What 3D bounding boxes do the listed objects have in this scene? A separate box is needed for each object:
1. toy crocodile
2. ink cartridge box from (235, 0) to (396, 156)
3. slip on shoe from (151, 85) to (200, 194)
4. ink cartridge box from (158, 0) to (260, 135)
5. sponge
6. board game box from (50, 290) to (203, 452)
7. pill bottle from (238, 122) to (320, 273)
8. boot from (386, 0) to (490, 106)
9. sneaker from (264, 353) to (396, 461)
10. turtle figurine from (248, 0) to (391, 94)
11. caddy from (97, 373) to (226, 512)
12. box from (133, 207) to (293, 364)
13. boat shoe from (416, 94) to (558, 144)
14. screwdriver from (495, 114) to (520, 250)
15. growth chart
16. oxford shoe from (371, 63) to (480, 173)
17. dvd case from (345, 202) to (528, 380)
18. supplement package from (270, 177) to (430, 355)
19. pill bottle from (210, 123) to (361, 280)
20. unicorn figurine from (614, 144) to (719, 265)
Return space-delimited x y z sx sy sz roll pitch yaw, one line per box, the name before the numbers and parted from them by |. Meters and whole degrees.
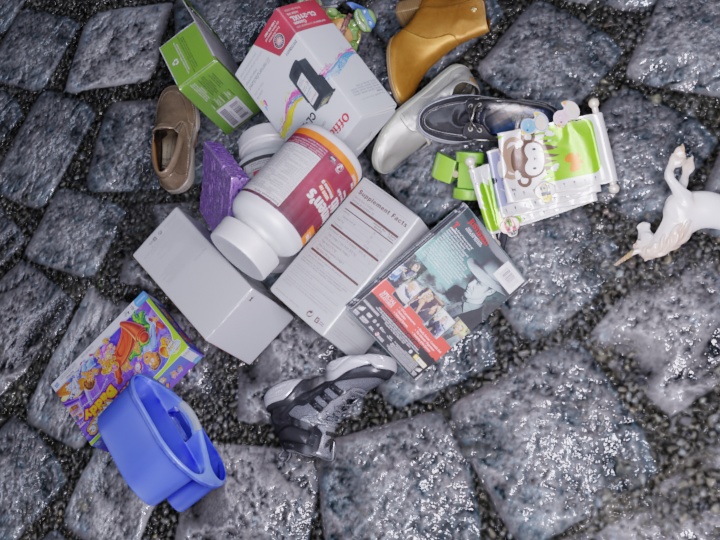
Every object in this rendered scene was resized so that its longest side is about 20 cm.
toy crocodile | 0.189 -0.128 1.367 0.200 0.062 0.068 7 103 24
ink cartridge box | -0.065 -0.256 1.423 0.200 0.083 0.146 53 134 10
slip on shoe | -0.306 -0.222 1.624 0.076 0.061 0.200 -11 64 19
ink cartridge box | -0.254 -0.335 1.600 0.076 0.148 0.200 -35 58 7
sponge | -0.201 -0.110 1.463 0.200 0.030 0.112 -132 47 -61
board game box | -0.346 0.148 1.489 0.200 0.045 0.134 -46 58 0
pill bottle | -0.122 -0.107 1.459 0.116 0.116 0.200 -17 63 16
boot | 0.118 -0.338 1.481 0.144 0.071 0.201 -6 62 22
sneaker | -0.033 0.186 1.316 0.200 0.075 0.114 -23 62 24
turtle figurine | -0.072 -0.330 1.512 0.194 0.144 0.200 -25 44 22
caddy | -0.261 0.228 1.361 0.105 0.141 0.200 -43 58 7
box | -0.210 0.022 1.437 0.097 0.124 0.200 -47 58 1
boat shoe | 0.175 -0.205 1.371 0.200 0.066 0.070 5 94 7
screwdriver | 0.192 -0.105 1.329 0.028 0.029 0.200 13 96 23
growth chart | 0.236 -0.131 1.304 0.200 0.018 0.145 -23 94 1
oxford shoe | 0.095 -0.213 1.436 0.200 0.075 0.058 -44 55 -5
dvd case | 0.100 0.029 1.294 0.200 0.146 0.022 -41 26 4
supplement package | 0.000 0.000 1.358 0.117 0.117 0.200 38 86 34
pill bottle | -0.098 -0.089 1.324 0.109 0.110 0.200 29 70 31
unicorn figurine | 0.412 -0.079 1.232 0.200 0.074 0.138 0 79 18
